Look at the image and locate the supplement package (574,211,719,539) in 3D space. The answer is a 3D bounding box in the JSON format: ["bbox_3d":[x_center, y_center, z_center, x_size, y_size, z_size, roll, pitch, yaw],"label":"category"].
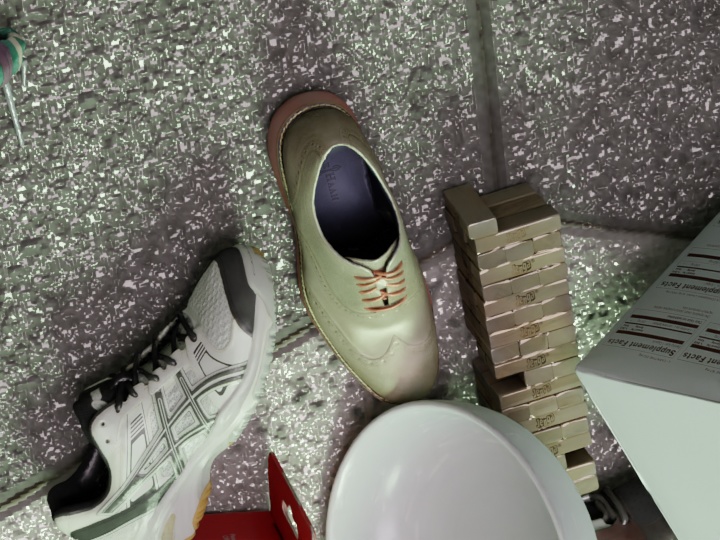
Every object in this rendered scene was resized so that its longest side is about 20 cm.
[{"bbox_3d":[0.270,0.068,1.731,0.200,0.147,0.192,-45,119,-21],"label":"supplement package"}]

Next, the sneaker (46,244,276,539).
[{"bbox_3d":[-0.113,0.074,1.692,0.087,0.076,0.201,16,106,-22],"label":"sneaker"}]

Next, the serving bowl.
[{"bbox_3d":[0.070,0.169,1.738,0.066,0.200,0.201,-11,118,-44],"label":"serving bowl"}]

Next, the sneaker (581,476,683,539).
[{"bbox_3d":[0.125,0.167,1.806,0.200,0.077,0.082,-40,111,1],"label":"sneaker"}]

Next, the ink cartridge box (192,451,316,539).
[{"bbox_3d":[-0.071,0.219,1.743,0.067,0.116,0.201,-3,112,-15],"label":"ink cartridge box"}]

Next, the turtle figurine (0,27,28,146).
[{"bbox_3d":[-0.240,-0.079,1.583,0.149,0.101,0.200,-36,112,0],"label":"turtle figurine"}]

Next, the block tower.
[{"bbox_3d":[0.095,0.046,1.756,0.057,0.054,0.201,-17,116,-10],"label":"block tower"}]

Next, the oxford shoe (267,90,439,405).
[{"bbox_3d":[0.000,0.000,1.696,0.070,0.074,0.201,-26,117,-5],"label":"oxford shoe"}]
